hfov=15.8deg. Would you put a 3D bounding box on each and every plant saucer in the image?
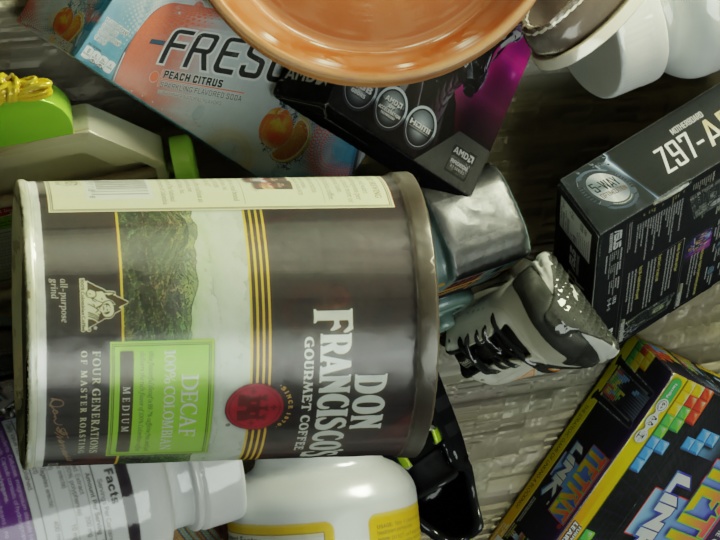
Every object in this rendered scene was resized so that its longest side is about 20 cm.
[{"bbox_3d":[0.006,-0.191,1.323,0.200,0.200,0.032,-36,174,-7],"label":"plant saucer"}]

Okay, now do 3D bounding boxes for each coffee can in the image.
[{"bbox_3d":[-0.072,0.025,1.303,0.200,0.146,0.146,-1,122,-10],"label":"coffee can"}]

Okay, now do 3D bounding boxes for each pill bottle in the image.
[{"bbox_3d":[-0.170,0.124,1.433,0.200,0.111,0.111,-14,126,-17],"label":"pill bottle"},{"bbox_3d":[0.210,-0.176,1.488,0.200,0.110,0.110,-24,129,-17],"label":"pill bottle"},{"bbox_3d":[-0.019,0.172,1.503,0.112,0.112,0.200,-6,93,-29],"label":"pill bottle"}]

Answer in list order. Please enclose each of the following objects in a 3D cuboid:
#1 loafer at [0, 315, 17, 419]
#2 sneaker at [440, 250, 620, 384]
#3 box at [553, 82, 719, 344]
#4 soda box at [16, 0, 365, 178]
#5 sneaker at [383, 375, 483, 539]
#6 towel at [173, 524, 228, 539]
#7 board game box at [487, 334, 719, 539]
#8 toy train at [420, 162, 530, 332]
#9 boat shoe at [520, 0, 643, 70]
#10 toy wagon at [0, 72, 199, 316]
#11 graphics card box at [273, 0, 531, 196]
[{"bbox_3d":[-0.226,0.064,1.372,0.200,0.063,0.072,0,156,-14],"label":"loafer"},{"bbox_3d":[0.095,0.039,1.514,0.080,0.200,0.074,-34,90,-5],"label":"sneaker"},{"bbox_3d":[0.193,-0.035,1.555,0.160,0.044,0.200,-32,159,-10],"label":"box"},{"bbox_3d":[-0.083,-0.104,1.374,0.200,0.068,0.064,32,90,-42],"label":"soda box"},{"bbox_3d":[0.035,0.095,1.573,0.072,0.083,0.200,-34,132,-9],"label":"sneaker"},{"bbox_3d":[-0.123,0.208,1.508,0.147,0.022,0.200,51,61,-22],"label":"towel"},{"bbox_3d":[0.191,0.158,1.732,0.165,0.057,0.200,24,105,-39],"label":"board game box"},{"bbox_3d":[0.000,0.000,1.461,0.200,0.085,0.114,-18,170,-24],"label":"toy train"},{"bbox_3d":[0.136,-0.195,1.387,0.060,0.072,0.200,50,62,-32],"label":"boat shoe"},{"bbox_3d":[-0.160,-0.036,1.357,0.155,0.040,0.200,-12,136,-1],"label":"toy wagon"},{"bbox_3d":[0.044,-0.155,1.393,0.125,0.051,0.200,32,79,-42],"label":"graphics card box"}]
